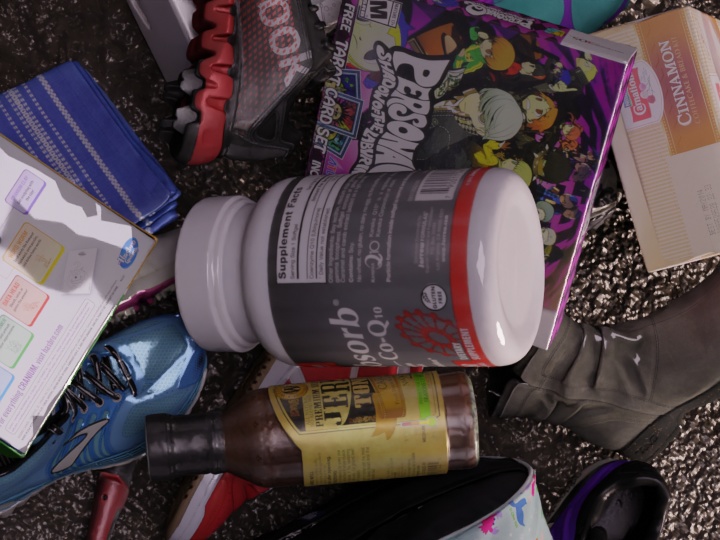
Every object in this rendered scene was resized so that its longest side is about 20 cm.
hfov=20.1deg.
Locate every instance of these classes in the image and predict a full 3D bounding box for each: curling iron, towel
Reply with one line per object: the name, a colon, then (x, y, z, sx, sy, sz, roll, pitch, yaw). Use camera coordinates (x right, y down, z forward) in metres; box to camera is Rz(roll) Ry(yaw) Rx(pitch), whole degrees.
curling iron: (-0.166, 0.135, 1.280, 0.050, 0.026, 0.200, 26, 78, -16)
towel: (-0.227, -0.045, 1.242, 0.200, 0.024, 0.145, -28, 61, -18)

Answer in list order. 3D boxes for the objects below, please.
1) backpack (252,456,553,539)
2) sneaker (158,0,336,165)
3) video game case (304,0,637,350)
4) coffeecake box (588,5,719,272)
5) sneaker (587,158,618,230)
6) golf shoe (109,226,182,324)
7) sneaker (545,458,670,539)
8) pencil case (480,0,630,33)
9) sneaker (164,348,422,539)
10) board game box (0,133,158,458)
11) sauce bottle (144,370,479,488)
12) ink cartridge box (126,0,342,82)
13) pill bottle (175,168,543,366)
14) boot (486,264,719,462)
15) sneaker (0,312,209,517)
backpack: (0.029, 0.197, 1.260, 0.200, 0.178, 0.151, -32, 103, -27)
sneaker: (-0.059, -0.157, 1.230, 0.098, 0.071, 0.201, 10, 86, -17)
video game case: (0.059, -0.069, 1.259, 0.181, 0.036, 0.200, 19, 116, 11)
coffeecake box: (0.214, -0.087, 1.329, 0.073, 0.200, 0.154, -16, 90, 16)
sneaker: (0.071, -0.054, 1.359, 0.200, 0.078, 0.080, -6, 50, -10)
golf shoe: (-0.185, 0.001, 1.263, 0.200, 0.075, 0.092, -24, 89, -20)
sneaker: (0.140, 0.207, 1.332, 0.070, 0.100, 0.200, 35, 75, -10)
pencil case: (0.087, -0.161, 1.349, 0.200, 0.092, 0.085, -37, 55, -23)
sneaker: (-0.034, 0.112, 1.301, 0.112, 0.071, 0.200, 36, 74, -8)
board game box: (-0.239, -0.009, 1.156, 0.200, 0.040, 0.153, 36, 72, -16)
sauce bottle: (-0.029, 0.099, 1.225, 0.200, 0.065, 0.065, -6, 87, -5)
ink cartridge box: (-0.054, -0.218, 1.317, 0.200, 0.084, 0.146, -27, 94, -18)
pill bottle: (0.000, 0.000, 1.214, 0.200, 0.116, 0.116, -2, 84, 22)
boot: (0.172, 0.048, 1.321, 0.131, 0.200, 0.068, 18, 41, -19)
sneaker: (-0.178, 0.088, 1.235, 0.200, 0.090, 0.078, -32, 76, -16)
